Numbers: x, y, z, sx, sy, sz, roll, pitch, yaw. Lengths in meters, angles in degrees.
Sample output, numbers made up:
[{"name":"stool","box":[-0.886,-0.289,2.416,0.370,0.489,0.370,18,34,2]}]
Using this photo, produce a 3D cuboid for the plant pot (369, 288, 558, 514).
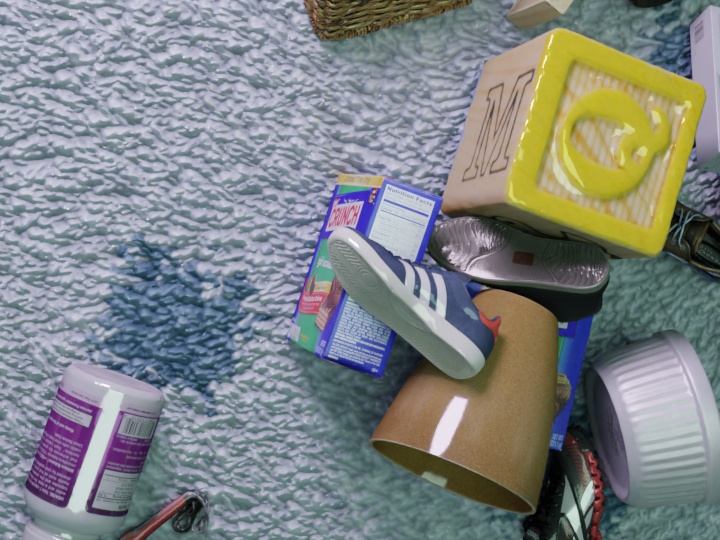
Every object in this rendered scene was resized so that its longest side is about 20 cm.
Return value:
[{"name":"plant pot","box":[0.131,0.128,1.337,0.186,0.186,0.201,27,75,-14]}]

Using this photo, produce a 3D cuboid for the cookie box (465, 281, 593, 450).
[{"name":"cookie box","box":[0.168,0.089,1.459,0.170,0.075,0.201,13,90,-12]}]

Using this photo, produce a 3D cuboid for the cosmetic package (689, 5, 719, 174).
[{"name":"cosmetic package","box":[0.469,-0.201,1.487,0.150,0.052,0.201,11,66,-16]}]

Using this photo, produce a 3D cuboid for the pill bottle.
[{"name":"pill bottle","box":[-0.288,0.208,1.337,0.112,0.112,0.201,20,89,-14]}]

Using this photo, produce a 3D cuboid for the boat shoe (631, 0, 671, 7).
[{"name":"boat shoe","box":[0.395,-0.385,1.491,0.200,0.076,0.074,-32,73,-1]}]

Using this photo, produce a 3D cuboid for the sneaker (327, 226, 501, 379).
[{"name":"sneaker","box":[0.057,0.016,1.263,0.200,0.075,0.085,43,59,-7]}]

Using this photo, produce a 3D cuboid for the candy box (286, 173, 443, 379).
[{"name":"candy box","box":[0.000,0.000,1.364,0.077,0.169,0.201,20,88,-17]}]

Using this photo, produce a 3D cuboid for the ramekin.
[{"name":"ramekin","box":[0.330,0.175,1.447,0.105,0.200,0.201,-12,96,-3]}]

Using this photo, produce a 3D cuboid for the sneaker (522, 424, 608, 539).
[{"name":"sneaker","box":[0.239,0.285,1.491,0.097,0.071,0.201,-5,96,-16]}]

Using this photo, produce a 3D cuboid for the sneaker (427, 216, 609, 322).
[{"name":"sneaker","box":[0.170,0.008,1.384,0.199,0.106,0.075,14,65,15]}]

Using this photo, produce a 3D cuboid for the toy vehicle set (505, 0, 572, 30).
[{"name":"toy vehicle set","box":[0.247,-0.367,1.422,0.026,0.124,0.200,34,86,-13]}]

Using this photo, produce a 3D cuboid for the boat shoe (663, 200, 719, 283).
[{"name":"boat shoe","box":[0.384,-0.049,1.504,0.199,0.072,0.072,26,88,-14]}]

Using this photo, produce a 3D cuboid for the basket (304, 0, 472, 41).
[{"name":"basket","box":[0.022,-0.367,1.400,0.199,0.149,0.143,-19,65,-12]}]

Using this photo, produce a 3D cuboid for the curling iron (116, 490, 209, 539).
[{"name":"curling iron","box":[-0.250,0.309,1.396,0.200,0.026,0.050,-32,97,-10]}]

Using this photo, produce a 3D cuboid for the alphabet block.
[{"name":"alphabet block","box":[0.227,-0.130,1.387,0.195,0.200,0.197,17,85,-14]}]
